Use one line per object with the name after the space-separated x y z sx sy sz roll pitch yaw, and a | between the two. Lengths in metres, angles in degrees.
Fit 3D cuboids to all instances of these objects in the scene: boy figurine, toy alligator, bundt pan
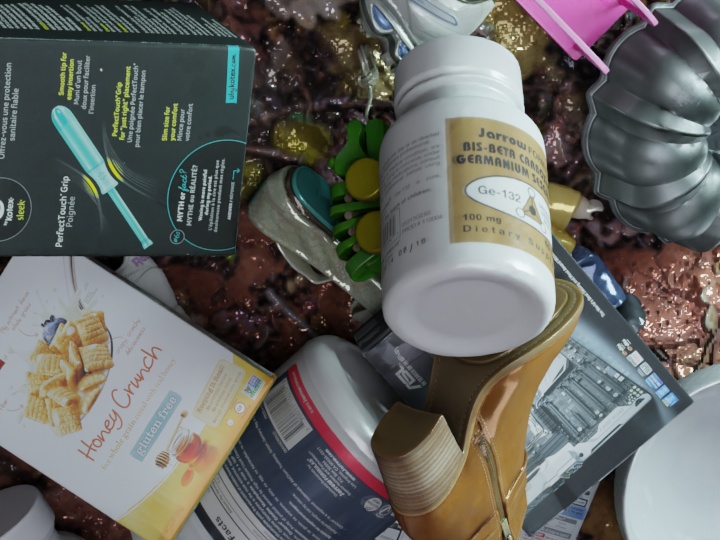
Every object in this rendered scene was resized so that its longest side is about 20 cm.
0.122 -0.016 1.600 0.124 0.064 0.200 -44 111 8 | boy figurine
0.000 -0.061 1.542 0.054 0.059 0.200 -17 72 16 | toy alligator
0.264 -0.101 1.567 0.202 0.076 0.202 -9 115 -19 | bundt pan

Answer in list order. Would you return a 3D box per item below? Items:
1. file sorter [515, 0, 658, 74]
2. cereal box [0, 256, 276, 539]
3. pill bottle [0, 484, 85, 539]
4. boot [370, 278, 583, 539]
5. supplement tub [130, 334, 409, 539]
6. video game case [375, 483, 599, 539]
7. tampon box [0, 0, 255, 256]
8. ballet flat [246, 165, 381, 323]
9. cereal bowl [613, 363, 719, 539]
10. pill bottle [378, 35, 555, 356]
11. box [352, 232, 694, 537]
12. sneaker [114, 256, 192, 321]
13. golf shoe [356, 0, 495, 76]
0.185 -0.252 1.504 0.200 0.125 0.139 -45 107 6 | file sorter
-0.179 0.080 1.510 0.200 0.040 0.144 32 92 1 | cereal box
-0.227 0.264 1.602 0.116 0.116 0.200 -28 109 0 | pill bottle
0.099 0.115 1.512 0.200 0.077 0.155 -50 135 -26 | boot
-0.054 0.156 1.576 0.200 0.140 0.140 -41 109 15 | supplement tub
0.083 0.150 1.665 0.200 0.022 0.183 18 103 -13 | video game case
-0.190 -0.098 1.468 0.200 0.126 0.150 0 109 -24 | tampon box
0.000 0.000 1.595 0.200 0.067 0.062 43 124 -14 | ballet flat
0.285 0.159 1.666 0.200 0.083 0.200 -2 106 -8 | cereal bowl
0.069 -0.053 1.467 0.114 0.200 0.114 -1 147 0 | pill bottle
0.117 0.069 1.568 0.158 0.050 0.200 -40 111 4 | box
-0.225 0.048 1.569 0.200 0.075 0.100 -25 92 2 | sneaker
0.013 -0.232 1.499 0.097 0.078 0.200 -30 119 23 | golf shoe
